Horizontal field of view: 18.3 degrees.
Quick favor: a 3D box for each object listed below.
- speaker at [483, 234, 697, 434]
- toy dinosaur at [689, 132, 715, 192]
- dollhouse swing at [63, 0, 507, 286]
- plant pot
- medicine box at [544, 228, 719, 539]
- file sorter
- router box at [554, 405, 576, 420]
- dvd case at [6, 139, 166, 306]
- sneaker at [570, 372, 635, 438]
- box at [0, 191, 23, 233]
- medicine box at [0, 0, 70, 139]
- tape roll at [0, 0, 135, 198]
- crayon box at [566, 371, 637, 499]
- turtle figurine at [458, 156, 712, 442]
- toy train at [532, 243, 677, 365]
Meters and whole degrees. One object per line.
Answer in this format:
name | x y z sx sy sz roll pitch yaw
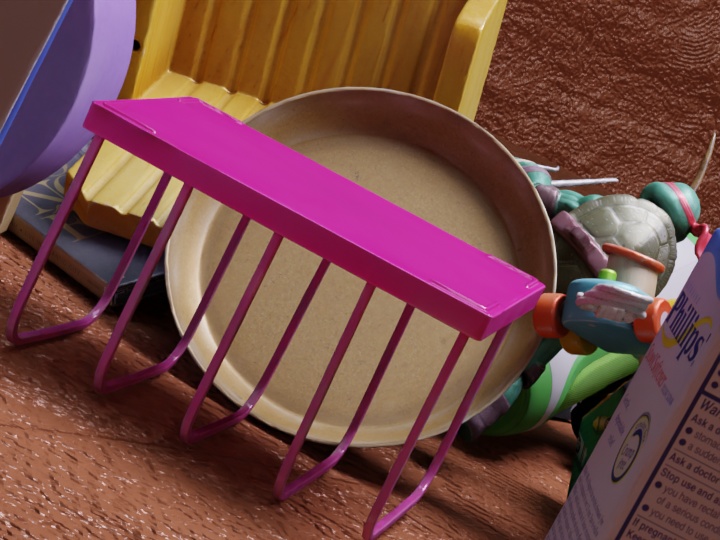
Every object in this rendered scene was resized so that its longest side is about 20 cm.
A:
speaker | 0.131 0.032 1.342 0.088 0.089 0.200 33 36 29
toy dinosaur | 0.166 -0.005 1.475 0.200 0.106 0.060 -29 72 -37
dollhouse swing | -0.046 -0.107 1.231 0.199 0.182 0.176 19 16 11
plant pot | 0.000 0.000 1.145 0.200 0.200 0.028 29 -21 10
medicine box | 0.191 0.114 0.959 0.182 0.201 0.103 27 9 -5
file sorter | -0.040 0.020 1.033 0.200 0.126 0.139 28 11 10
router box | 0.050 0.030 1.467 0.157 0.052 0.200 35 11 34
dvd case | -0.141 -0.047 1.259 0.148 0.016 0.200 -17 38 -41
sneaker | 0.178 0.089 1.429 0.090 0.076 0.200 -8 0 3
box | -0.220 -0.143 1.178 0.163 0.201 0.021 29 18 9
medicine box | -0.205 -0.077 0.864 0.103 0.183 0.200 24 10 -23
tape roll | -0.217 -0.129 1.106 0.199 0.201 0.085 29 9 5
crayon box | 0.187 0.099 1.164 0.118 0.058 0.200 13 -15 -4
turtle figurine | 0.117 0.000 1.210 0.150 0.200 0.101 57 -11 10
toy train | 0.189 0.023 1.103 0.199 0.056 0.150 16 -15 -14
